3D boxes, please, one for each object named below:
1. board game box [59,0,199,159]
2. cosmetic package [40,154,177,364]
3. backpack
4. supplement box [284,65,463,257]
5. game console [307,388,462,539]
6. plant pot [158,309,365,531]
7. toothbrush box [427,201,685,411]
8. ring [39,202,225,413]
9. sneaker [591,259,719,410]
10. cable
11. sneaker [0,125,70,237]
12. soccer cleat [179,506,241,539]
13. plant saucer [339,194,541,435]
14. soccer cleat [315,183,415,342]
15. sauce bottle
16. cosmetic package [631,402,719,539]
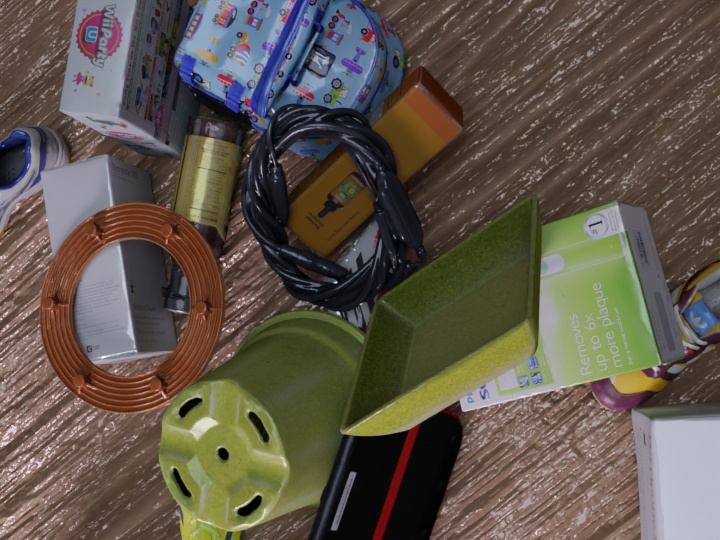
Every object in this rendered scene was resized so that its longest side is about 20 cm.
[{"bbox_3d":[-0.217,-0.204,1.011,0.063,0.200,0.150,8,86,9],"label":"board game box"},{"bbox_3d":[-0.258,-0.007,1.048,0.080,0.113,0.203,-10,86,10],"label":"cosmetic package"},{"bbox_3d":[-0.062,-0.214,1.019,0.199,0.135,0.184,32,92,8],"label":"backpack"},{"bbox_3d":[0.009,-0.104,0.994,0.066,0.069,0.200,42,111,-16],"label":"supplement box"},{"bbox_3d":[0.019,0.216,0.952,0.031,0.176,0.203,17,88,41],"label":"game console"},{"bbox_3d":[-0.084,0.150,0.940,0.198,0.184,0.204,3,98,23],"label":"plant pot"},{"bbox_3d":[0.179,0.036,0.943,0.198,0.086,0.148,-18,80,33],"label":"toothbrush box"},{"bbox_3d":[-0.222,0.034,0.962,0.197,0.019,0.204,-2,82,17],"label":"ring"},{"bbox_3d":[0.297,0.055,0.952,0.200,0.090,0.075,-44,80,4],"label":"sneaker"},{"bbox_3d":[-0.035,-0.062,0.961,0.162,0.051,0.202,-22,106,26],"label":"cable"},{"bbox_3d":[-0.409,-0.086,1.094,0.200,0.088,0.075,-45,81,5],"label":"sneaker"},{"bbox_3d":[-0.154,0.274,1.019,0.064,0.084,0.203,-9,84,10],"label":"soccer cleat"},{"bbox_3d":[0.084,0.048,0.872,0.199,0.201,0.048,-34,110,28],"label":"plant saucer"},{"bbox_3d":[0.000,0.000,1.024,0.084,0.069,0.203,15,93,7],"label":"soccer cleat"},{"bbox_3d":[-0.169,-0.056,1.060,0.064,0.065,0.203,11,89,11],"label":"sauce bottle"},{"bbox_3d":[0.331,0.202,0.879,0.164,0.200,0.170,-3,84,10],"label":"cosmetic package"}]
